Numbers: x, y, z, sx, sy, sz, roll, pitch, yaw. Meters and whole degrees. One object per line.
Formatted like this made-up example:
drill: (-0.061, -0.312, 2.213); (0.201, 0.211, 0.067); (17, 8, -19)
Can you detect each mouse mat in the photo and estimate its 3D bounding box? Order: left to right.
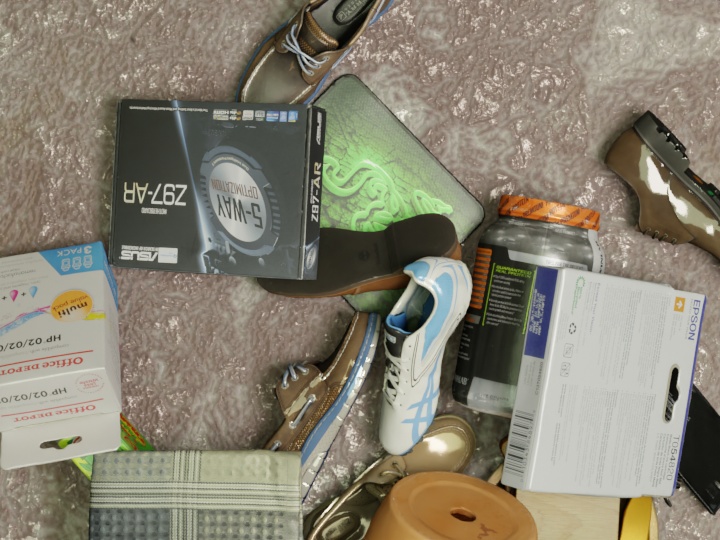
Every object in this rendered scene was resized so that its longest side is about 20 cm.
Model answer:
mouse mat: (0.001, -0.069, 1.530); (0.161, 0.008, 0.200); (-45, 93, 0)

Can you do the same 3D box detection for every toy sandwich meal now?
toy sandwich meal: (0.198, 0.248, 1.507); (0.203, 0.070, 0.207); (0, 91, -1)

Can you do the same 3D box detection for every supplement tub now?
supplement tub: (0.160, 0.036, 1.477); (0.121, 0.123, 0.202); (11, 91, -1)

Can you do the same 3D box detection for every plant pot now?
plant pot: (0.076, 0.275, 1.422); (0.198, 0.200, 0.141); (13, 112, -1)

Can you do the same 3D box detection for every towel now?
towel: (-0.146, 0.256, 1.422); (0.198, 0.035, 0.194); (1, 88, 2)

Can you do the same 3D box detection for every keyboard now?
keyboard: (0.287, 0.147, 1.534); (0.104, 0.040, 0.200); (-40, 91, -24)

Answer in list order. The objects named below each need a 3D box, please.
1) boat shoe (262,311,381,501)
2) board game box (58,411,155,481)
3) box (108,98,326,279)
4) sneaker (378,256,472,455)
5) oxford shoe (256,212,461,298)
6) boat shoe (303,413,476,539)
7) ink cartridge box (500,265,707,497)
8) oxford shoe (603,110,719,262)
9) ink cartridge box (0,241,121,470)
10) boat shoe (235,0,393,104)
boat shoe: (-0.046, 0.122, 1.492); (0.072, 0.072, 0.201); (26, 91, 0)
board game box: (-0.193, 0.215, 1.483); (0.048, 0.102, 0.200); (-42, 91, -1)
box: (-0.135, -0.076, 1.478); (0.198, 0.043, 0.162); (4, 91, 18)
sneaker: (0.044, 0.078, 1.455); (0.072, 0.072, 0.201); (3, 114, -27)
oxford shoe: (0.000, 0.000, 1.498); (0.198, 0.071, 0.072); (-7, 62, 13)
boat shoe: (0.030, 0.214, 1.506); (0.200, 0.065, 0.071); (-40, 92, 0)
ink cartridge box: (0.222, 0.104, 1.433); (0.199, 0.040, 0.201); (10, 90, -39)
oxford shoe: (0.309, -0.051, 1.514); (0.084, 0.073, 0.200); (-41, 90, 16)
ink cartridge box: (-0.280, 0.074, 1.437); (0.114, 0.068, 0.201); (-10, 47, -1)
boat shoe: (-0.046, -0.219, 1.492); (0.072, 0.072, 0.200); (41, 90, -2)
